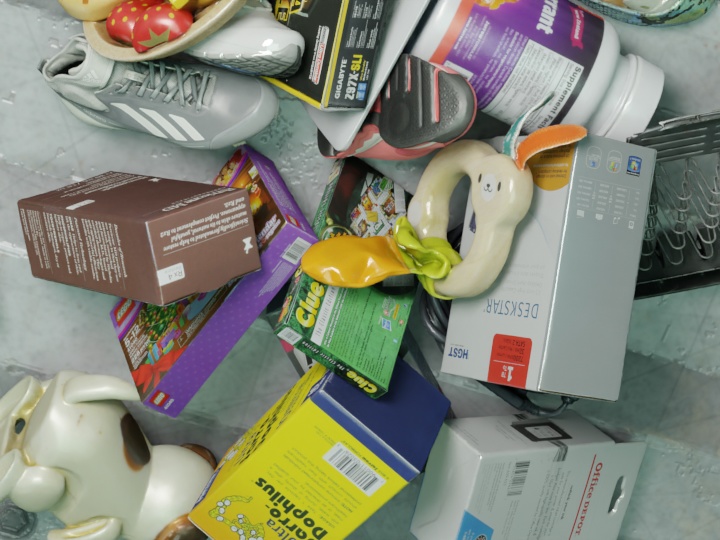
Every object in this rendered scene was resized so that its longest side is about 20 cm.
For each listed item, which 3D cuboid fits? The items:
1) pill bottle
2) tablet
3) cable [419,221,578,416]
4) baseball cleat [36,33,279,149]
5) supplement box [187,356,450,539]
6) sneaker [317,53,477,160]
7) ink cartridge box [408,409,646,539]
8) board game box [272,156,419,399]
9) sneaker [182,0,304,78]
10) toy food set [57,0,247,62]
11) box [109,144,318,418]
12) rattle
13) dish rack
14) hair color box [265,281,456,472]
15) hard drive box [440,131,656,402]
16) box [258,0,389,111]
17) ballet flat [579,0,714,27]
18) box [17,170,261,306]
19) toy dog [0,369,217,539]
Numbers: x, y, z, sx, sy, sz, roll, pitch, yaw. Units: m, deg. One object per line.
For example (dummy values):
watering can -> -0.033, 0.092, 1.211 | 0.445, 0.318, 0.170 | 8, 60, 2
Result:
pill bottle -> 0.141, -0.171, 1.287 | 0.200, 0.111, 0.112 | 25, 107, -11
tablet -> 0.012, -0.204, 1.264 | 0.014, 0.130, 0.200 | 21, 109, -28
cable -> 0.141, 0.026, 1.366 | 0.200, 0.051, 0.163 | 37, 89, -21
baseball cleat -> -0.168, -0.143, 1.263 | 0.200, 0.106, 0.070 | 3, 73, 24
supplement box -> -0.036, 0.161, 1.337 | 0.109, 0.109, 0.200 | 40, 123, -6
sneaker -> 0.046, -0.127, 1.271 | 0.087, 0.200, 0.074 | 5, 87, -31
ink cartridge box -> 0.151, 0.193, 1.415 | 0.200, 0.067, 0.116 | 0, 113, -36
board game box -> 0.000, 0.000, 1.304 | 0.105, 0.200, 0.023 | 36, 137, -19
sneaker -> -0.112, -0.206, 1.237 | 0.074, 0.200, 0.087 | 12, 102, -47
toy food set -> -0.142, -0.246, 1.214 | 0.198, 0.200, 0.049 | -42, 132, 4
box -> -0.128, 0.007, 1.327 | 0.039, 0.137, 0.200 | 30, 107, -34
rattle -> 0.061, -0.065, 1.214 | 0.143, 0.130, 0.200 | 18, 147, -18
dish rack -> 0.289, -0.059, 1.312 | 0.153, 0.055, 0.200 | -12, 146, -1
hair color box -> 0.005, 0.091, 1.403 | 0.099, 0.061, 0.200 | -26, 109, 8
hard drive box -> 0.148, -0.004, 1.261 | 0.077, 0.156, 0.200 | 10, 87, -26
box -> -0.039, -0.244, 1.233 | 0.049, 0.160, 0.200 | -2, 115, -37
ballet flat -> 0.201, -0.243, 1.286 | 0.200, 0.074, 0.074 | 13, 109, -7
box -> -0.182, -0.029, 1.272 | 0.100, 0.200, 0.075 | -22, 112, -38
toy dog -> -0.216, 0.172, 1.391 | 0.200, 0.140, 0.194 | 35, 113, -26
